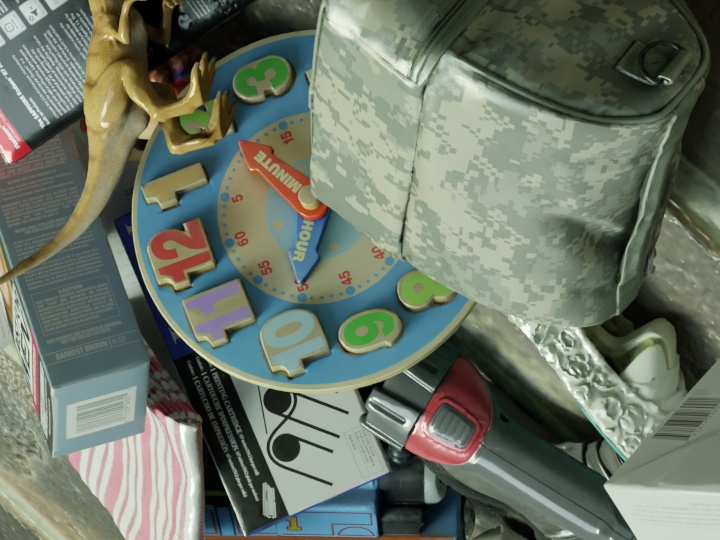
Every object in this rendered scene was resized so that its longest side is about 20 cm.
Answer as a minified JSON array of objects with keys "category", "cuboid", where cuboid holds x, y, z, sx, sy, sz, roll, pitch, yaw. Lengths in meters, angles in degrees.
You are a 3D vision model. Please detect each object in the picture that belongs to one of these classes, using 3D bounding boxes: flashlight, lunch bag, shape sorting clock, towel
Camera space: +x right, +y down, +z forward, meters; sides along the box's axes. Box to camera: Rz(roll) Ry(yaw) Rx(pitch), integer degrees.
[{"category":"flashlight","cuboid":[0.098,0.109,1.455,0.200,0.068,0.068,31,148,4]},{"category":"lunch bag","cuboid":[0.077,-0.075,1.262,0.168,0.139,0.200,37,151,17]},{"category":"shape sorting clock","cuboid":[-0.023,-0.034,1.392,0.200,0.200,0.039,37,174,17]},{"category":"towel","cuboid":[-0.140,0.109,1.603,0.200,0.030,0.147,-134,37,-53]}]

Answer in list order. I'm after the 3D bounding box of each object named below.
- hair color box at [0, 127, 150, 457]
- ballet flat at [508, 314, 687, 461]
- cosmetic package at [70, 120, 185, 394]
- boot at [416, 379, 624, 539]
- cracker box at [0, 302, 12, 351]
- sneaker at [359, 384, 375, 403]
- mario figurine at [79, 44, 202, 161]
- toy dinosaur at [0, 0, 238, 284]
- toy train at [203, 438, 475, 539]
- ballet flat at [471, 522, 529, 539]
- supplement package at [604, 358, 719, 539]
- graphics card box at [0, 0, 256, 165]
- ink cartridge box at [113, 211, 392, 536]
[{"category":"hair color box","cuboid":[-0.179,-0.006,1.514,0.099,0.060,0.201,103,149,-63]},{"category":"ballet flat","cuboid":[0.127,0.032,1.415,0.200,0.072,0.072,48,152,-8]},{"category":"cosmetic package","cuboid":[-0.135,-0.015,1.659,0.102,0.071,0.201,53,163,47]},{"category":"boot","cuboid":[0.122,0.107,1.524,0.200,0.070,0.132,39,150,-9]},{"category":"cracker box","cuboid":[-0.243,-0.019,1.697,0.058,0.200,0.134,29,147,28]},{"category":"sneaker","cuboid":[-0.022,0.058,1.662,0.082,0.077,0.200,15,149,0]},{"category":"mario figurine","cuboid":[-0.088,-0.077,1.504,0.199,0.106,0.123,24,169,19]},{"category":"toy dinosaur","cuboid":[-0.125,-0.084,1.388,0.106,0.060,0.201,8,94,18]},{"category":"toy train","cuboid":[-0.028,0.141,1.654,0.199,0.087,0.114,1,143,6]},{"category":"ballet flat","cuboid":[0.079,0.205,1.689,0.200,0.068,0.069,-30,88,54]},{"category":"supplement package","cuboid":[0.242,0.150,1.347,0.120,0.121,0.200,-5,123,56]},{"category":"graphics card box","cuboid":[-0.143,-0.162,1.418,0.200,0.051,0.126,-32,100,21]},{"category":"ink cartridge box","cuboid":[-0.063,0.045,1.547,0.044,0.094,0.201,61,-175,-84]}]
